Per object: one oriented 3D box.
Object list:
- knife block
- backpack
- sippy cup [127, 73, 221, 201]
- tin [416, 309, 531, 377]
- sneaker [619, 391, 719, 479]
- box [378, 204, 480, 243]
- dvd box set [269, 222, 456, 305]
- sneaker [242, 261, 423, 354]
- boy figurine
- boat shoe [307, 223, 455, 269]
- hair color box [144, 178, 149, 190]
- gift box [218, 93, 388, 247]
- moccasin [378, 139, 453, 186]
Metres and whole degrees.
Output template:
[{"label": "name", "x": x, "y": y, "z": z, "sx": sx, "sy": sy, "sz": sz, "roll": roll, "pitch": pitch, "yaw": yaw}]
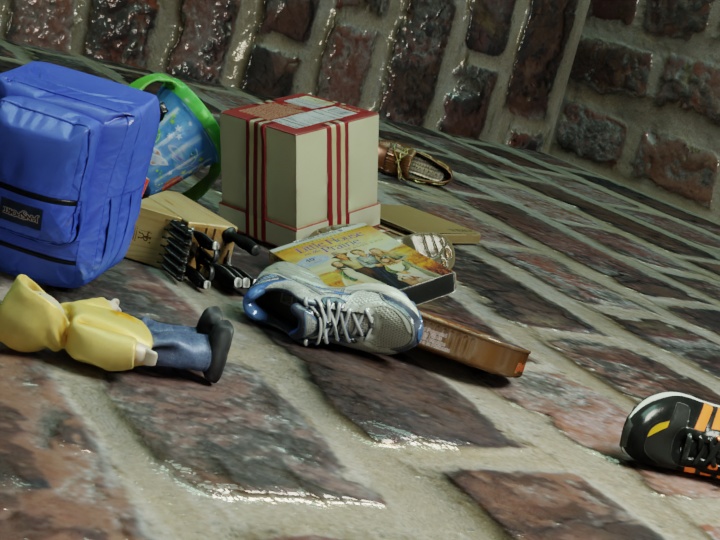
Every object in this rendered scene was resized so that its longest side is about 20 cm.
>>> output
[{"label": "knife block", "x": -0.181, "y": -0.031, "z": 1.552, "sx": 0.174, "sy": 0.065, "sz": 0.200, "roll": 17, "pitch": 12, "yaw": 6}, {"label": "backpack", "x": -0.307, "y": -0.086, "z": 1.325, "sx": 0.161, "sy": 0.202, "sz": 0.168, "roll": 19, "pitch": 22, "yaw": 10}, {"label": "sippy cup", "x": -0.274, "y": -0.178, "z": 1.870, "sx": 0.178, "sy": 0.130, "sz": 0.140, "roll": 52, "pitch": -15, "yaw": -5}, {"label": "tin", "x": 0.085, "y": 0.070, "z": 1.437, "sx": 0.198, "sy": 0.042, "sz": 0.112, "roll": 19, "pitch": -3, "yaw": 17}, {"label": "sneaker", "x": 0.342, "y": 0.166, "z": 1.278, "sx": 0.199, "sy": 0.071, "sz": 0.090, "roll": 10, "pitch": 9, "yaw": -32}, {"label": "box", "x": 0.081, "y": -0.078, "z": 2.193, "sx": 0.163, "sy": 0.021, "sz": 0.199, "roll": 23, "pitch": 15, "yaw": 34}, {"label": "dvd box set", "x": 0.000, "y": 0.000, "z": 1.603, "sx": 0.145, "sy": 0.030, "sz": 0.200, "roll": -17, "pitch": 27, "yaw": -28}, {"label": "sneaker", "x": -0.034, "y": 0.051, "z": 1.376, "sx": 0.198, "sy": 0.078, "sz": 0.085, "roll": 12, "pitch": 20, "yaw": 22}, {"label": "boy figurine", "x": -0.216, "y": 0.048, "z": 1.151, "sx": 0.198, "sy": 0.065, "sz": 0.124, "roll": 13, "pitch": 14, "yaw": -24}, {"label": "boat shoe", "x": 0.022, "y": -0.014, "z": 1.752, "sx": 0.198, "sy": 0.073, "sz": 0.068, "roll": 4, "pitch": -19, "yaw": -14}, {"label": "hair color box", "x": -0.380, "y": -0.135, "z": 1.700, "sx": 0.199, "sy": 0.062, "sz": 0.101, "roll": 18, "pitch": 13, "yaw": -36}, {"label": "gift box", "x": -0.068, "y": -0.126, "z": 1.818, "sx": 0.199, "sy": 0.189, "sz": 0.184, "roll": -15, "pitch": 27, "yaw": -38}, {"label": "moccasin", "x": 0.096, "y": -0.220, "z": 2.769, "sx": 0.200, "sy": 0.074, "sz": 0.078, "roll": 23, "pitch": 2, "yaw": -10}]
